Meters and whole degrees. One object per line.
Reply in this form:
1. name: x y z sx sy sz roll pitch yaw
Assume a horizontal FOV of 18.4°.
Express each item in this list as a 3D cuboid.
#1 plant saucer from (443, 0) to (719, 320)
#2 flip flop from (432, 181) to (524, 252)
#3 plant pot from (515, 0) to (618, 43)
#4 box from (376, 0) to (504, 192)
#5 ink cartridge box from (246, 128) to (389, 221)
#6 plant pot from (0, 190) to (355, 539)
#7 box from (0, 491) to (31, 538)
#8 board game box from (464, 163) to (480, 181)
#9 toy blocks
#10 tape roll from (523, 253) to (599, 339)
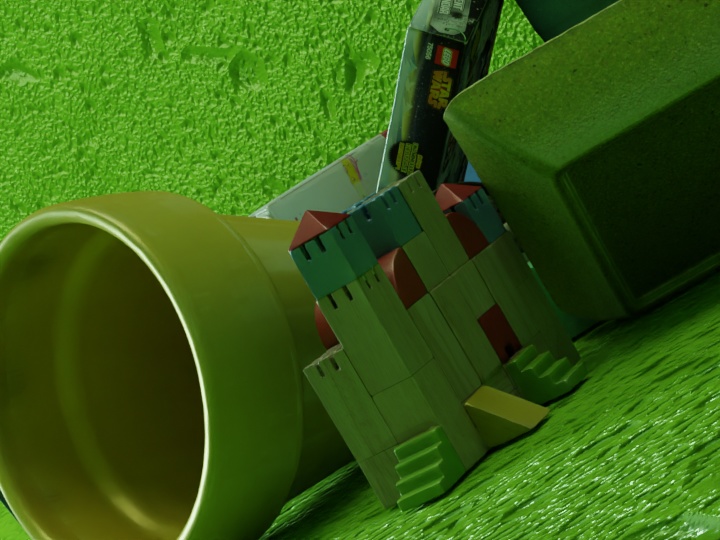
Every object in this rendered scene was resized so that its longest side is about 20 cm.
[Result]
1. plant saucer: 0.166 -0.060 1.105 0.199 0.048 0.200 -30 -40 5
2. flip flop: 0.069 -0.028 1.262 0.200 0.058 0.081 -28 4 28
3. plant pot: 0.217 -0.139 1.331 0.200 0.188 0.200 -30 2 1
4. box: 0.048 -0.098 1.375 0.137 0.040 0.201 -66 -10 -49
5. ink cartridge box: 0.000 0.000 1.521 0.086 0.148 0.200 -30 2 40
6. plant pot: -0.075 0.052 1.184 0.188 0.202 0.200 -10 -12 -44
7. box: -0.123 0.104 1.338 0.200 0.121 0.032 -30 38 2
8. board game box: 0.115 -0.030 1.512 0.157 0.039 0.200 11 26 28
9. toy blocks: 0.028 0.018 1.067 0.100 0.137 0.200 -28 3 31
10. tape roll: 0.092 0.018 1.302 0.200 0.048 0.200 -31 4 2
